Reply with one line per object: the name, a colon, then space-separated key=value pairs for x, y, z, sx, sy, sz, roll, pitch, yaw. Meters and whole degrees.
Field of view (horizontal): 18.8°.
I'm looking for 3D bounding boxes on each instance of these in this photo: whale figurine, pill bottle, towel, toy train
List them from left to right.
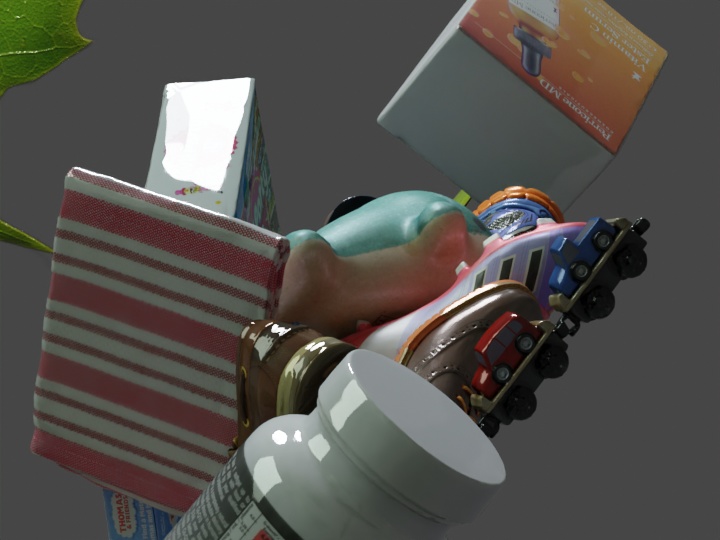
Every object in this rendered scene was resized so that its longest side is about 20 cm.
towel: x=-0.120 y=0.047 z=1.288 sx=0.030 sy=0.146 sz=0.200 roll=-38 pitch=-37 yaw=-60
pill bottle: x=-0.031 y=0.141 z=1.022 sx=0.200 sy=0.116 sz=0.116 roll=-51 pitch=3 yaw=15
whale figurine: x=0.000 y=0.000 z=1.350 sx=0.200 sy=0.104 sz=0.159 roll=9 pitch=-44 yaw=-47
toy train: x=0.081 y=0.046 z=1.135 sx=0.200 sy=0.046 sz=0.034 roll=-51 pitch=3 yaw=-5

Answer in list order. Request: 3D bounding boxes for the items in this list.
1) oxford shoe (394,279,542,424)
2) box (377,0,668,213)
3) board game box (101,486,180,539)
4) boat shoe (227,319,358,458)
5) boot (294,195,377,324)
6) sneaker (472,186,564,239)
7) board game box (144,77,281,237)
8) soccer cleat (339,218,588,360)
oxford shoe: x=0.045 y=0.087 z=1.196 sx=0.200 sy=0.071 sz=0.073 roll=-50 pitch=30 yaw=-18
box: x=0.127 y=-0.139 z=1.643 sx=0.106 sy=0.152 sz=0.200 roll=-48 pitch=5 yaw=33
board game box: x=-0.130 y=0.093 z=1.439 sx=0.037 sy=0.152 sz=0.200 roll=-7 pitch=3 yaw=11
boat shoe: x=-0.037 y=0.110 z=1.248 sx=0.072 sy=0.068 sz=0.200 roll=-34 pitch=-41 yaw=-36
boot: x=-0.005 y=0.055 z=1.477 sx=0.097 sy=0.075 sz=0.200 roll=154 pitch=120 yaw=-77
sneaker: x=0.058 y=0.027 z=1.483 sx=0.200 sy=0.075 sz=0.078 roll=-52 pitch=6 yaw=23
board game box: x=-0.090 y=0.001 z=1.391 sx=0.148 sy=0.064 sz=0.200 roll=-85 pitch=-10 yaw=-50
soccer cleat: x=0.062 y=0.041 z=1.278 sx=0.200 sy=0.077 sz=0.067 roll=-28 pitch=-31 yaw=11
